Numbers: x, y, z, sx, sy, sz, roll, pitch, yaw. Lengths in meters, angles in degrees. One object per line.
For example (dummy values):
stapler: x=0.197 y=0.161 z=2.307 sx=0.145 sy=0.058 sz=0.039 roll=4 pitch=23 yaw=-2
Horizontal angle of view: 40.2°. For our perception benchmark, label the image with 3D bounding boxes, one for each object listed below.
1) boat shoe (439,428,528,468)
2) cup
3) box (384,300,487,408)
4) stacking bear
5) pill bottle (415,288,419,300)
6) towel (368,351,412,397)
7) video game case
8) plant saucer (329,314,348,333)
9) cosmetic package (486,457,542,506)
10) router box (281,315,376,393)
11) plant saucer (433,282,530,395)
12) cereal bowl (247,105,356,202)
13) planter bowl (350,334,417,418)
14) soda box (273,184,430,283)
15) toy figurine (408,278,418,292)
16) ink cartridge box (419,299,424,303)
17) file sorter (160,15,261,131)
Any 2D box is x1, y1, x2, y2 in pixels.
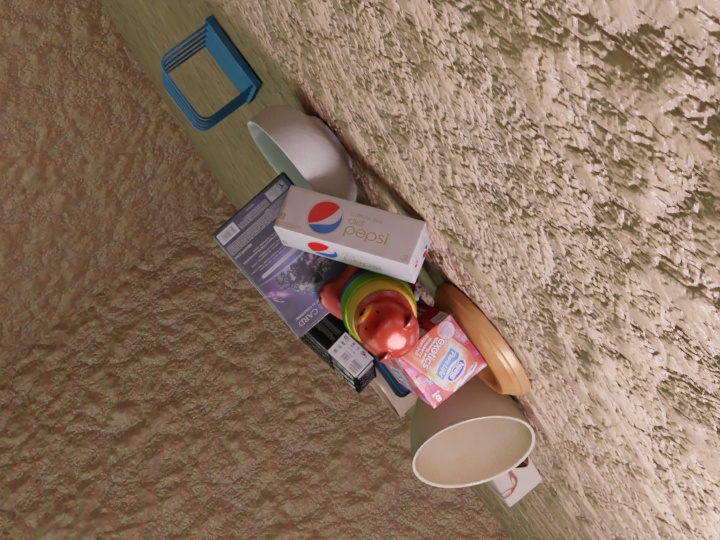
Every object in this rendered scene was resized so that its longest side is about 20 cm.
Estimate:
boat shoe: x=0.194 y=0.318 z=1.679 sx=0.072 sy=0.199 sz=0.072 roll=110 pitch=156 yaw=-49
cup: x=0.165 y=0.235 z=1.586 sx=0.201 sy=0.199 sz=0.144 roll=60 pitch=-168 yaw=-48
box: x=0.090 y=0.116 z=1.424 sx=0.096 sy=0.100 sz=0.200 roll=53 pitch=172 yaw=-11
stacking bear: x=0.026 y=0.057 z=1.336 sx=0.114 sy=0.122 sz=0.200 roll=38 pitch=-172 yaw=-19
pill bottle: x=0.000 y=0.000 z=1.661 sx=0.200 sy=0.112 sz=0.112 roll=53 pitch=173 yaw=17
towel: x=0.060 y=0.152 z=1.638 sx=0.112 sy=0.048 sz=0.200 roll=54 pitch=171 yaw=9
video game case: x=-0.101 y=-0.022 z=1.441 sx=0.200 sy=0.143 sz=0.019 roll=49 pitch=-173 yaw=-1
plant saucer: x=-0.086 y=0.062 z=1.830 sx=0.200 sy=0.037 sz=0.201 roll=43 pitch=167 yaw=13
cosmetic package: x=0.247 y=0.330 z=1.824 sx=0.200 sy=0.087 sz=0.103 roll=57 pitch=171 yaw=-33
router box: x=-0.060 y=0.123 z=1.741 sx=0.200 sy=0.051 sz=0.149 roll=42 pitch=168 yaw=14
plant saucer: x=0.168 y=0.106 z=1.428 sx=0.200 sy=0.037 sz=0.200 roll=52 pitch=173 yaw=9
cereal bowl: x=-0.072 y=-0.163 z=1.432 sx=0.200 sy=0.083 sz=0.200 roll=49 pitch=173 yaw=8
planter bowl: x=0.072 y=0.185 z=2.036 sx=0.201 sy=0.135 sz=0.200 roll=51 pitch=174 yaw=8
soda box: x=-0.011 y=-0.049 z=1.318 sx=0.199 sy=0.068 sz=0.064 roll=16 pitch=160 yaw=17
toy figurine: x=0.004 y=-0.004 z=1.521 sx=0.183 sy=0.200 sz=0.151 roll=14 pitch=128 yaw=15
ink cartridge box: x=0.132 y=0.160 z=1.724 sx=0.145 sy=0.084 sz=0.200 roll=44 pitch=168 yaw=48
file sorter: x=-0.267 y=-0.331 z=1.712 sx=0.139 sy=0.123 sz=0.200 roll=52 pitch=173 yaw=-8
